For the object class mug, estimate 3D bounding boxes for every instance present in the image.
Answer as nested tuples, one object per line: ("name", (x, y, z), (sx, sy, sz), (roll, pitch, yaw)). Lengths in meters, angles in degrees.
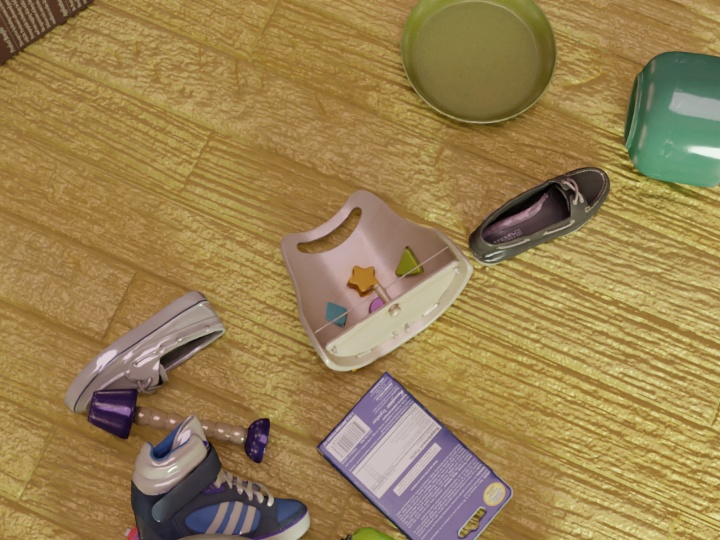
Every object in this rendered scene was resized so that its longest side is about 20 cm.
("mug", (0.377, -0.183, 1.433), (0.113, 0.185, 0.154), (9, 97, 5))

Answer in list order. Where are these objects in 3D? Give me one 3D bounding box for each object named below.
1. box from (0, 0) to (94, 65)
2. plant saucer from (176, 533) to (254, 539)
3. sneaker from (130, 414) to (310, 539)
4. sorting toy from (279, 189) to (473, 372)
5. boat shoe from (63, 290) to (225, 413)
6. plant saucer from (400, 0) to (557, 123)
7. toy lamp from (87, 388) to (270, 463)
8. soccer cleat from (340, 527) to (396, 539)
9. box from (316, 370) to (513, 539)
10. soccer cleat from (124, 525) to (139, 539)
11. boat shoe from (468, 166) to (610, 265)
("box", (-0.462, -0.373, 1.461), (0.199, 0.166, 0.165), (-36, 76, -12))
("plant saucer", (-0.132, 0.355, 1.224), (0.197, 0.202, 0.050), (11, 37, 3))
("sneaker", (-0.147, 0.224, 1.274), (0.198, 0.080, 0.149), (-6, 101, -25))
("sorting toy", (0.000, 0.000, 1.391), (0.199, 0.107, 0.181), (-32, 68, -10))
("boat shoe", (-0.243, 0.105, 1.362), (0.199, 0.074, 0.065), (-39, 73, -11))
("plant saucer", (0.147, -0.273, 1.508), (0.197, 0.031, 0.203), (0, 72, -1))
("toy lamp", (-0.203, 0.171, 1.331), (0.197, 0.058, 0.059), (15, 72, -10))
("soccer cleat", (0.000, 0.379, 1.285), (0.080, 0.068, 0.202), (18, 72, -8))
("box", (0.062, 0.226, 1.348), (0.200, 0.032, 0.121), (42, 77, 13))
("soccer cleat", (-0.218, 0.295, 1.309), (0.076, 0.067, 0.202), (23, 71, 2))
("boat shoe", (0.219, -0.069, 1.430), (0.198, 0.057, 0.067), (-29, 75, -9))
